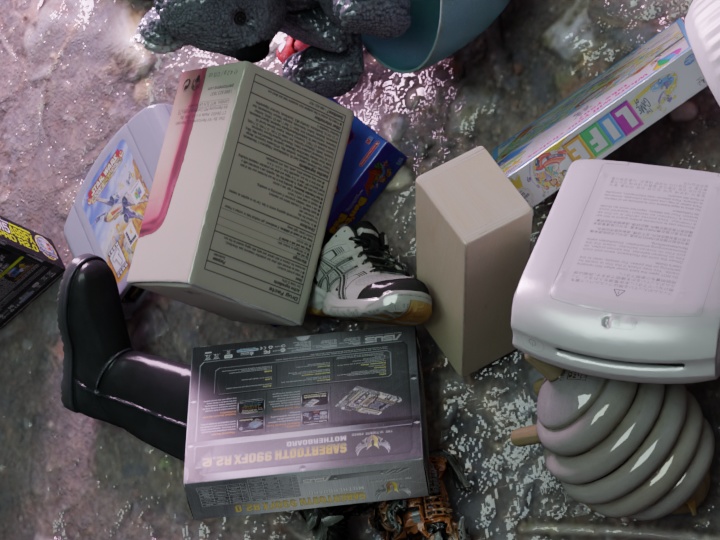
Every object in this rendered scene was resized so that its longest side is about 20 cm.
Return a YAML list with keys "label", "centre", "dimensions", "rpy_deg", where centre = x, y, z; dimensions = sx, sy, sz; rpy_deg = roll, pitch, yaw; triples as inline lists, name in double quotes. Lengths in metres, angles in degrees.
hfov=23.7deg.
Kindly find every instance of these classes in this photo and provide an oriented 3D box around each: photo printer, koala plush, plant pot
- label: "photo printer"
  centre: [0.207, 0.004, 1.278]
  dimensions: [0.165, 0.070, 0.200]
  rpy_deg: [8, 41, 19]
- label: "koala plush"
  centre: [-0.093, -0.245, 1.488]
  dimensions: [0.185, 0.199, 0.177]
  rpy_deg: [69, 153, 12]
- label: "plant pot"
  centre: [0.073, -0.290, 1.521]
  dimensions: [0.134, 0.201, 0.200]
  rpy_deg: [-20, 58, -24]

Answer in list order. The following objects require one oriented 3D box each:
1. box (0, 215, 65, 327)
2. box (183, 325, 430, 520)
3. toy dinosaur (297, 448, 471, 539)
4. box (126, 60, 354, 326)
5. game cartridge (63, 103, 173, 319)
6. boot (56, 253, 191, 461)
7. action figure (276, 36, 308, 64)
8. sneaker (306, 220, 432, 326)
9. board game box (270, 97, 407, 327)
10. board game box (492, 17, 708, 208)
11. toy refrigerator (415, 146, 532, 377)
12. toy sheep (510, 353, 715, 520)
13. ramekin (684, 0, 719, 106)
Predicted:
- label: "box"
  centre: [-0.412, 0.024, 1.682]
  dimensions: [0.200, 0.160, 0.044]
  rpy_deg: [-40, 59, 13]
- label: "box"
  centre: [-0.044, 0.124, 1.436]
  dimensions: [0.199, 0.048, 0.159]
  rpy_deg: [-7, 43, 4]
- label: "toy dinosaur"
  centre: [0.017, 0.184, 1.459]
  dimensions: [0.135, 0.102, 0.200]
  rpy_deg: [-34, 41, -1]
- label: "box"
  centre: [-0.104, -0.065, 1.495]
  dimensions: [0.109, 0.127, 0.201]
  rpy_deg: [1, 73, 52]
- label: "game cartridge"
  centre: [-0.216, -0.056, 1.631]
  dimensions: [0.200, 0.041, 0.134]
  rpy_deg: [-50, 59, 35]
- label: "boot"
  centre: [-0.183, 0.086, 1.562]
  dimensions: [0.199, 0.066, 0.166]
  rpy_deg: [20, 121, 32]
- label: "action figure"
  centre: [-0.034, -0.290, 1.635]
  dimensions: [0.099, 0.065, 0.200]
  rpy_deg: [34, 91, 25]
- label: "sneaker"
  centre: [0.000, 0.000, 1.467]
  dimensions: [0.200, 0.075, 0.088]
  rpy_deg: [5, 85, 63]
- label: "board game box"
  centre: [-0.069, -0.068, 1.594]
  dimensions: [0.134, 0.045, 0.200]
  rpy_deg: [41, 96, 31]
- label: "board game box"
  centre: [0.198, -0.127, 1.423]
  dimensions: [0.200, 0.135, 0.034]
  rpy_deg: [-35, 101, 15]
- label: "toy refrigerator"
  centre: [0.093, -0.005, 1.395]
  dimensions: [0.070, 0.200, 0.076]
  rpy_deg: [-27, 59, -14]
- label: "toy sheep"
  centre: [0.195, 0.122, 1.318]
  dimensions: [0.138, 0.200, 0.138]
  rpy_deg: [-43, 24, 25]
- label: "ramekin"
  centre: [0.334, -0.152, 1.316]
  dimensions: [0.105, 0.200, 0.201]
  rpy_deg: [-30, 62, 21]
